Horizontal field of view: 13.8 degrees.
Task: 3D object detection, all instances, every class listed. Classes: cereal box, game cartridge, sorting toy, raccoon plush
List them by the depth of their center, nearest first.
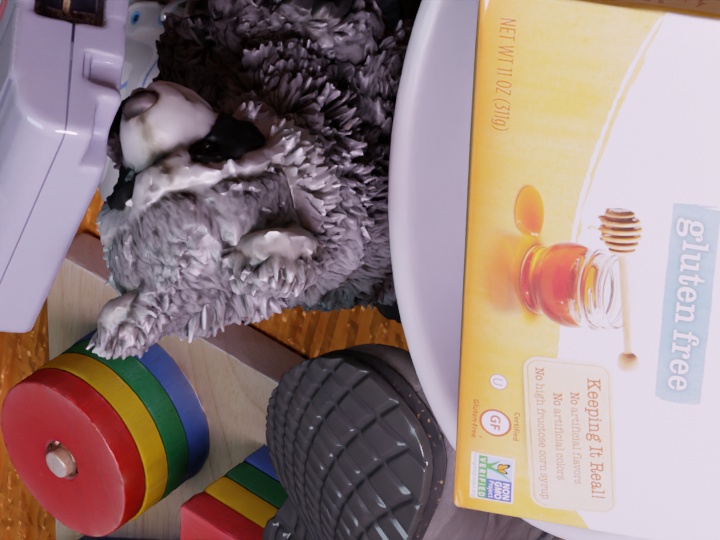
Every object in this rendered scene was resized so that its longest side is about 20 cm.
[{"bbox_3d":[0.123,0.005,0.664,0.199,0.040,0.145,9,124,11],"label":"cereal box"},{"bbox_3d":[0.000,0.000,0.893,0.199,0.134,0.097,32,125,-25],"label":"raccoon plush"},{"bbox_3d":[-0.100,-0.090,0.918,0.041,0.201,0.133,8,147,-12],"label":"game cartridge"},{"bbox_3d":[-0.062,0.118,1.164,0.198,0.069,0.201,29,135,30],"label":"sorting toy"}]

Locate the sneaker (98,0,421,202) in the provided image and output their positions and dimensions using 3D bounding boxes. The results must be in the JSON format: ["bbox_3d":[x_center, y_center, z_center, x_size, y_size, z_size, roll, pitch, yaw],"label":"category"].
[{"bbox_3d":[-0.047,-0.073,1.011,0.200,0.075,0.087,-33,82,49],"label":"sneaker"}]

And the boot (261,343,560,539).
[{"bbox_3d":[0.038,0.054,0.947,0.068,0.130,0.200,57,160,18],"label":"boot"}]

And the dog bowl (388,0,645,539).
[{"bbox_3d":[0.094,-0.026,0.800,0.200,0.078,0.202,-8,81,54],"label":"dog bowl"}]
